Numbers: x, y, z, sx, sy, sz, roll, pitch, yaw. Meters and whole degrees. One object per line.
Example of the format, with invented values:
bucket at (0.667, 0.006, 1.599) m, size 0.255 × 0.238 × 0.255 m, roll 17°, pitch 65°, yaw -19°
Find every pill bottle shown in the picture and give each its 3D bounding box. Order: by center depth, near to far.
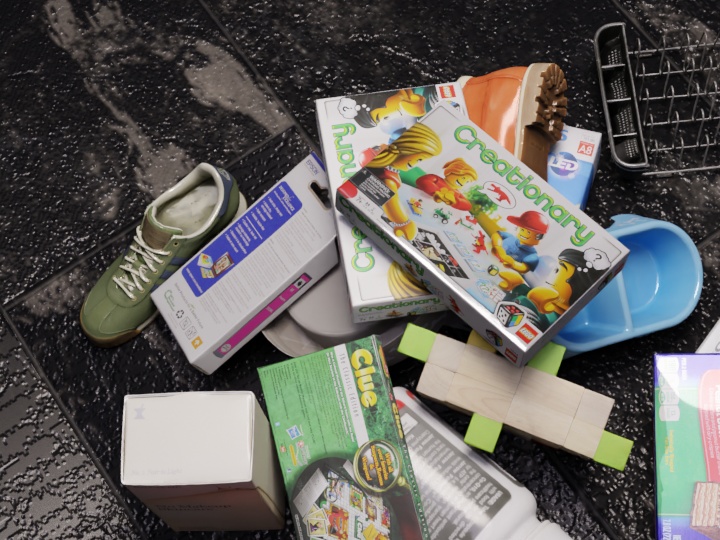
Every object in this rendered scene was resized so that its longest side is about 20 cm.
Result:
pill bottle at (0.071, 0.199, 1.113) m, size 0.200 × 0.114 × 0.114 m, roll 39°, pitch 76°, yaw 18°

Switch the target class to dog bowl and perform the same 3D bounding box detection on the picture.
dog bowl at (0.212, 0.013, 1.161) m, size 0.200 × 0.050 × 0.112 m, roll -13°, pitch 93°, yaw -27°
dog bowl at (0.000, 0.000, 1.196) m, size 0.200 × 0.059 × 0.200 m, roll -13°, pitch 60°, yaw 23°

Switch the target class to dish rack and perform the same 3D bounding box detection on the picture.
dish rack at (0.325, -0.163, 1.269) m, size 0.200 × 0.055 × 0.154 m, roll -5°, pitch 69°, yaw 2°

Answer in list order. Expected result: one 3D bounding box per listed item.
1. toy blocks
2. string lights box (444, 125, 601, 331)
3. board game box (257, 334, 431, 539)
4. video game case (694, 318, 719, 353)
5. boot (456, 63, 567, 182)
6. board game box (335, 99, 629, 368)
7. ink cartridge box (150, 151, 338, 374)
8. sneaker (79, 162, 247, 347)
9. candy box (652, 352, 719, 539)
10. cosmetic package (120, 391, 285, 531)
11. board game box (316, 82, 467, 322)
toy blocks at (0.130, 0.109, 1.136) m, size 0.200 × 0.137 × 0.100 m, roll 20°, pitch 84°, yaw 9°
string lights box at (0.145, -0.038, 1.230) m, size 0.103 × 0.059 × 0.200 m, roll 14°, pitch 70°, yaw 13°
board game box at (-0.010, 0.161, 1.071) m, size 0.105 × 0.023 × 0.200 m, roll -16°, pitch 80°, yaw 17°
video game case at (0.406, 0.089, 1.178) m, size 0.200 × 0.023 × 0.182 m, roll 35°, pitch 75°, yaw 16°
boot at (0.112, -0.086, 1.193) m, size 0.107 × 0.075 × 0.200 m, roll 4°, pitch 73°, yaw 31°
board game box at (0.094, -0.032, 1.059) m, size 0.200 × 0.035 × 0.126 m, roll 41°, pitch 67°, yaw 17°
ink cartridge box at (-0.089, -0.007, 1.190) m, size 0.200 × 0.037 × 0.095 m, roll -42°, pitch 51°, yaw 7°
sneaker at (-0.189, -0.022, 1.234) m, size 0.067 × 0.090 × 0.200 m, roll 40°, pitch 76°, yaw 18°
candy box at (0.344, 0.156, 1.108) m, size 0.200 × 0.077 × 0.169 m, roll -1°, pitch 76°, yaw 10°
cosmetic package at (-0.122, 0.160, 1.097) m, size 0.103 × 0.200 × 0.073 m, roll -2°, pitch 70°, yaw 5°
board game box at (0.039, -0.060, 1.121) m, size 0.126 × 0.035 × 0.200 m, roll -8°, pitch 63°, yaw -5°
